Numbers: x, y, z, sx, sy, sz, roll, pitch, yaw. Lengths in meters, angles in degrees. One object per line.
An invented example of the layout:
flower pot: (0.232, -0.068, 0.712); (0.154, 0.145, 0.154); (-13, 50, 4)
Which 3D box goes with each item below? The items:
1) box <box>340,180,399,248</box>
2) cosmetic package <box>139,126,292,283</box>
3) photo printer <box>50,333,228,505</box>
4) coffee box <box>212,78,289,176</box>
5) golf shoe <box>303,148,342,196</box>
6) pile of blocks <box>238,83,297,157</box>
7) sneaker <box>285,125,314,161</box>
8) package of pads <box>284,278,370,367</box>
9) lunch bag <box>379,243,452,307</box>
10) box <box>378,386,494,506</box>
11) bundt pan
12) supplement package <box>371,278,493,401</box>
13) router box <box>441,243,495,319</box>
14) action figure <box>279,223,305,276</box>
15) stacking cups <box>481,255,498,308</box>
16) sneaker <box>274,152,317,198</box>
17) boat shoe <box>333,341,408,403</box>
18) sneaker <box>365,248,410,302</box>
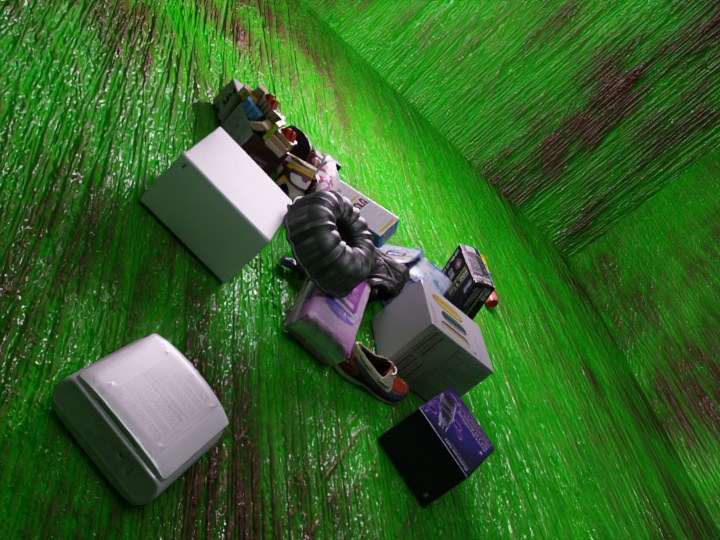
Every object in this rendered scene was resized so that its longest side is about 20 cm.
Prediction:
box: (-0.015, -0.135, 1.843); (0.199, 0.049, 0.082); (34, 50, 17)
cosmetic package: (-0.241, -0.117, 1.386); (0.199, 0.123, 0.200); (46, 20, -11)
photo printer: (-0.251, 0.166, 0.959); (0.167, 0.069, 0.200); (50, 20, 1)
coffee box: (-0.246, -0.316, 1.773); (0.113, 0.080, 0.201); (27, 31, -44)
golf shoe: (-0.079, -0.188, 1.792); (0.091, 0.073, 0.201); (17, 49, -20)
pile of blocks: (-0.198, -0.334, 1.702); (0.201, 0.062, 0.082); (56, 23, 17)
sneaker: (-0.128, -0.263, 1.966); (0.201, 0.075, 0.088); (56, 6, 4)
package of pads: (-0.055, 0.069, 1.465); (0.121, 0.075, 0.201); (47, 35, -20)
lunch bag: (0.101, 0.019, 1.871); (0.200, 0.128, 0.170); (39, 22, 8)
box: (0.143, 0.317, 1.461); (0.148, 0.104, 0.200); (54, 21, 10)
bundt pan: (-0.044, -0.058, 1.432); (0.202, 0.075, 0.203); (37, 38, -36)
supplement package: (0.149, 0.156, 1.677); (0.200, 0.150, 0.152); (38, 24, -29)
router box: (0.235, 0.059, 1.951); (0.062, 0.201, 0.150); (16, 33, -24)
action figure: (-0.082, -0.039, 1.613); (0.199, 0.105, 0.194); (20, 29, -53)
stacking cups: (0.394, 0.033, 2.514); (0.060, 0.060, 0.201); (36, 25, -32)
sneaker: (-0.167, -0.215, 1.791); (0.075, 0.091, 0.200); (28, 3, -25)
boat shoe: (0.032, 0.192, 1.507); (0.200, 0.062, 0.071); (34, 24, -39)
sneaker: (0.000, 0.000, 1.740); (0.199, 0.076, 0.114); (32, 53, 5)
